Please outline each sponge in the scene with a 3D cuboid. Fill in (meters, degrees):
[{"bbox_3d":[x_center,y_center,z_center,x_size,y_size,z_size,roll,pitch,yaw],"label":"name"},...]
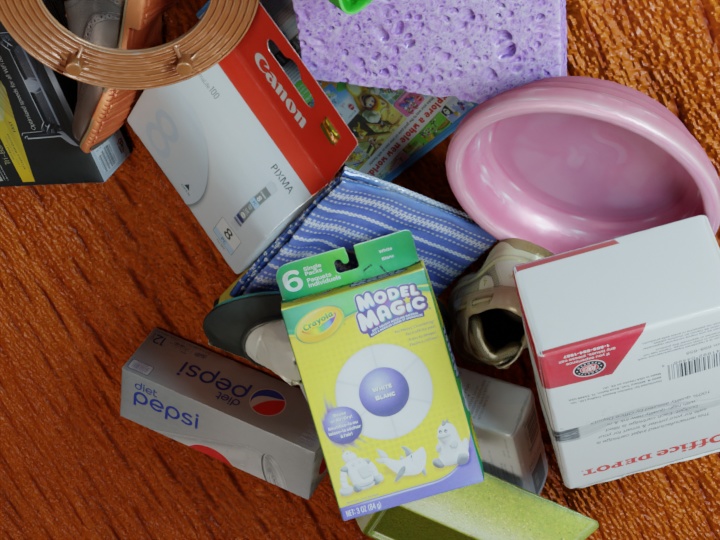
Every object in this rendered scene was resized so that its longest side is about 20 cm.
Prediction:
[{"bbox_3d":[0.049,-0.174,1.370,0.200,0.030,0.112,9,138,14],"label":"sponge"}]

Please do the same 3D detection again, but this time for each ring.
[{"bbox_3d":[-0.172,-0.207,1.384,0.200,0.019,0.201,-1,135,-1],"label":"ring"}]

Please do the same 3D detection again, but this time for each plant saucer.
[{"bbox_3d":[0.082,0.217,1.629,0.200,0.048,0.200,24,159,1],"label":"plant saucer"},{"bbox_3d":[0.163,-0.072,1.375,0.200,0.051,0.201,14,148,9],"label":"plant saucer"}]

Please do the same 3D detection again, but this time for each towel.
[{"bbox_3d":[0.000,0.000,1.507,0.145,0.024,0.200,20,141,-22],"label":"towel"}]

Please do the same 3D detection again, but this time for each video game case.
[{"bbox_3d":[-0.016,-0.164,1.460,0.200,0.018,0.143,45,135,-9],"label":"video game case"}]

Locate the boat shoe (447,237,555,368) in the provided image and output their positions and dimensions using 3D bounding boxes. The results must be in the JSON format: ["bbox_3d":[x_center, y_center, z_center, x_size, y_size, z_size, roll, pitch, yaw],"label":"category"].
[{"bbox_3d":[0.103,0.041,1.492,0.072,0.065,0.200,24,157,-3],"label":"boat shoe"}]

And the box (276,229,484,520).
[{"bbox_3d":[0.014,0.078,1.456,0.117,0.048,0.200,-17,98,1],"label":"box"}]

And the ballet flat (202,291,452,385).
[{"bbox_3d":[-0.028,0.052,1.506,0.200,0.068,0.068,-4,132,5],"label":"ballet flat"}]

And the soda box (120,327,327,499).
[{"bbox_3d":[-0.118,0.129,1.735,0.200,0.063,0.068,23,135,14],"label":"soda box"}]

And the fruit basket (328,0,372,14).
[{"bbox_3d":[0.011,-0.274,1.250,0.215,0.155,0.216,30,142,26],"label":"fruit basket"}]

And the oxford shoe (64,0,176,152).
[{"bbox_3d":[-0.200,-0.185,1.519,0.073,0.071,0.200,31,123,11],"label":"oxford shoe"}]

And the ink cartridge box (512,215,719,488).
[{"bbox_3d":[0.199,0.064,1.394,0.144,0.084,0.200,-15,144,2],"label":"ink cartridge box"}]

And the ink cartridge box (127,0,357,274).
[{"bbox_3d":[-0.095,-0.107,1.478,0.160,0.047,0.200,55,149,8],"label":"ink cartridge box"}]

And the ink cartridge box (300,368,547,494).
[{"bbox_3d":[0.052,0.120,1.590,0.200,0.047,0.160,18,158,19],"label":"ink cartridge box"}]

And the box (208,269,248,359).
[{"bbox_3d":[-0.048,0.010,1.587,0.075,0.050,0.200,23,139,-23],"label":"box"}]

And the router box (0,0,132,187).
[{"bbox_3d":[-0.300,-0.166,1.605,0.157,0.052,0.200,0,126,32],"label":"router box"}]
